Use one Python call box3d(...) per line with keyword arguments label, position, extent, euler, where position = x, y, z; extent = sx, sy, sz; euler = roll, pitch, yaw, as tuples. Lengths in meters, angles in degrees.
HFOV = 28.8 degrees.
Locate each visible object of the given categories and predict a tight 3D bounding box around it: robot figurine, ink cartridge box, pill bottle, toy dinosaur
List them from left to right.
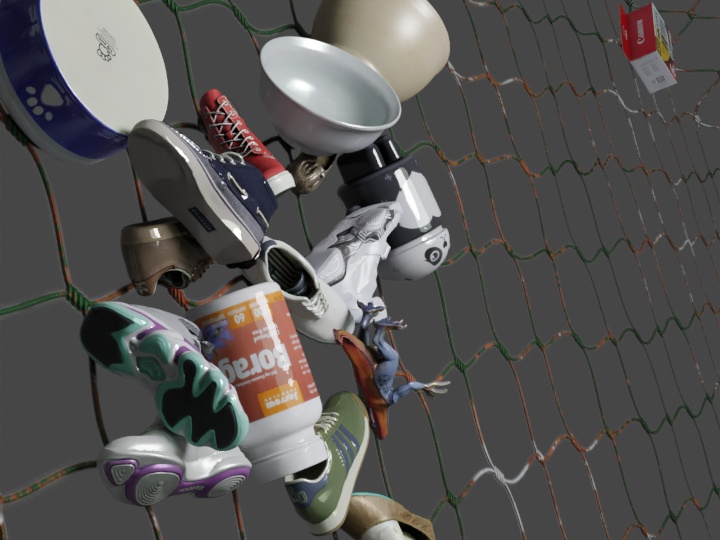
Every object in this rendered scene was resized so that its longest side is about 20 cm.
box3d(label="pill bottle", position=(-0.108, 0.122, 1.509), extent=(0.112, 0.112, 0.201), euler=(-15, 84, -64))
box3d(label="toy dinosaur", position=(0.007, 0.133, 1.726), extent=(0.199, 0.105, 0.182), euler=(-9, 116, -40))
box3d(label="robot figurine", position=(0.045, -0.082, 1.930), extent=(0.201, 0.150, 0.125), euler=(66, -11, -6))
box3d(label="ink cartridge box", position=(0.760, -0.603, 3.713), extent=(0.176, 0.084, 0.201), euler=(46, 35, -38))

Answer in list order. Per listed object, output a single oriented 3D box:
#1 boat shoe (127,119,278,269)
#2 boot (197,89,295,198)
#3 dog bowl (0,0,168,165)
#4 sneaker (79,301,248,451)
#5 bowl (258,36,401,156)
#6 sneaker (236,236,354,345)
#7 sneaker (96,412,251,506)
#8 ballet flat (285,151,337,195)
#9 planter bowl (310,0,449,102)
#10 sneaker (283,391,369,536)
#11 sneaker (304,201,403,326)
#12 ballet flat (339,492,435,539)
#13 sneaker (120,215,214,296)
box3d(label="boat shoe", position=(-0.162, -0.099, 1.466), extent=(0.200, 0.074, 0.093), euler=(56, 41, -33))
box3d(label="boot", position=(-0.142, -0.141, 1.620), extent=(0.145, 0.072, 0.200), euler=(62, -6, -11))
box3d(label="dog bowl", position=(-0.290, -0.215, 1.447), extent=(0.200, 0.079, 0.201), euler=(42, 37, -42))
box3d(label="sneaker", position=(-0.170, 0.095, 1.391), extent=(0.200, 0.078, 0.140), euler=(41, 14, 12))
box3d(label="bowl", position=(-0.054, -0.213, 1.837), extent=(0.200, 0.091, 0.201), euler=(20, 33, -13))
box3d(label="sneaker", position=(-0.071, 0.030, 1.670), extent=(0.200, 0.071, 0.073), euler=(40, 77, -33))
box3d(label="sneaker", position=(-0.195, 0.176, 1.375), extent=(0.200, 0.075, 0.100), euler=(15, 38, -58))
box3d(label="ballet flat", position=(-0.052, -0.164, 1.896), extent=(0.068, 0.046, 0.200), euler=(59, 28, -20))
box3d(label="planter bowl", position=(0.009, -0.306, 1.983), extent=(0.200, 0.200, 0.135), euler=(52, 57, -30))
box3d(label="sneaker", position=(-0.044, 0.200, 1.620), extent=(0.090, 0.067, 0.201), euler=(55, 32, -34))
box3d(label="sneaker", position=(0.000, 0.000, 1.808), extent=(0.200, 0.075, 0.115), euler=(-44, 117, -36))
box3d(label="ballet flat", position=(0.039, 0.321, 1.686), extent=(0.200, 0.068, 0.072), euler=(38, 18, -54))
box3d(label="sneaker", position=(-0.194, -0.020, 1.523), extent=(0.200, 0.070, 0.076), euler=(-14, 102, -60))
